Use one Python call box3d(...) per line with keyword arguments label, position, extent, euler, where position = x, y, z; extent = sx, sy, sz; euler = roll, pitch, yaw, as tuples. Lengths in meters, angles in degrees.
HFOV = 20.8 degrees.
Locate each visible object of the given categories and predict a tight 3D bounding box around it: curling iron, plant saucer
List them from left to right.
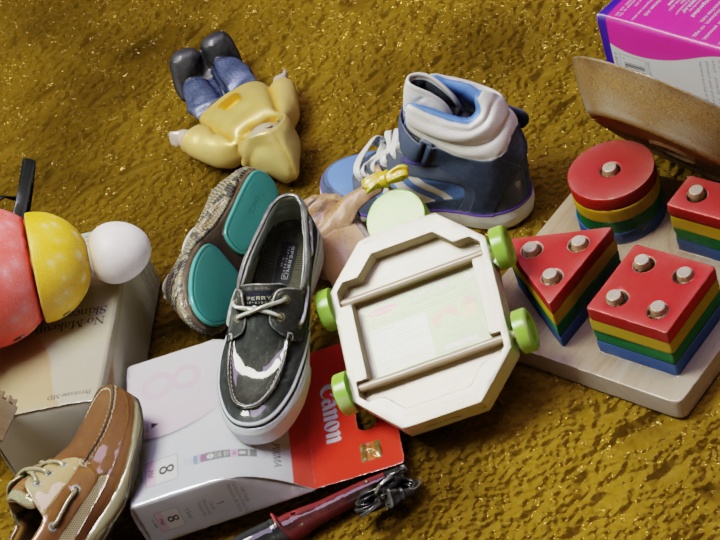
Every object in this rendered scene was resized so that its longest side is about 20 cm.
box3d(label="curling iron", position=(-0.051, 0.183, 1.395), extent=(0.199, 0.026, 0.050), euler=(-22, -1, 0))
box3d(label="plant saucer", position=(0.244, -0.104, 1.483), extent=(0.200, 0.200, 0.036), euler=(26, 92, 41))

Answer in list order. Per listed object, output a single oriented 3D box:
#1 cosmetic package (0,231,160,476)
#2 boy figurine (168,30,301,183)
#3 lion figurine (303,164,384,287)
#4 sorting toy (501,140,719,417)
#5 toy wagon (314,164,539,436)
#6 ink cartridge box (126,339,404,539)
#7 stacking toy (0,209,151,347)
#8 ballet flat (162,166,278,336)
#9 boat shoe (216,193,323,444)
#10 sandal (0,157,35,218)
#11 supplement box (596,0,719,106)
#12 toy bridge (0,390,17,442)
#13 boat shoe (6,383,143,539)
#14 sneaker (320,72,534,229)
box3d(label="cosmetic package", position=(-0.230, 0.063, 1.578), extent=(0.104, 0.071, 0.201), euler=(-12, 42, 13))
box3d(label="boy figurine", position=(-0.111, -0.137, 1.747), extent=(0.124, 0.065, 0.200), euler=(-26, 38, -8))
box3d(label="lion figurine", position=(0.000, 0.000, 1.539), extent=(0.122, 0.072, 0.200), euler=(-38, 44, 6))
box3d(label="sorting toy", position=(0.203, -0.010, 1.465), extent=(0.198, 0.070, 0.200), euler=(18, 55, 38))
box3d(label="toy wagon", position=(0.044, 0.017, 1.451), extent=(0.154, 0.040, 0.201), euler=(-20, 64, 15))
box3d(label="ink cartridge box", position=(-0.077, 0.108, 1.473), extent=(0.199, 0.057, 0.163), euler=(-22, 36, 8))
box3d(label="stacking toy", position=(-0.261, 0.001, 1.528), extent=(0.198, 0.147, 0.147), euler=(-11, 40, -5))
box3d(label="ballet flat", position=(-0.125, -0.007, 1.624), extent=(0.075, 0.068, 0.201), euler=(-24, 30, 33))
box3d(label="boat shoe", position=(-0.072, 0.031, 1.462), extent=(0.071, 0.071, 0.201), euler=(-2, 54, 12))
box3d(label="sandal", position=(-0.308, 0.000, 1.616), extent=(0.048, 0.075, 0.202), euler=(15, 82, -11))
box3d(label="supplement box", position=(0.304, -0.171, 1.568), extent=(0.199, 0.102, 0.103), euler=(25, 58, 40))
box3d(label="toy bridge", position=(-0.324, 0.120, 1.521), extent=(0.199, 0.027, 0.068), euler=(-24, 38, 48))
box3d(label="boat shoe", position=(-0.217, 0.171, 1.414), extent=(0.076, 0.074, 0.201), euler=(-26, 40, 54))
box3d(label="sneaker", position=(0.041, -0.108, 1.583), extent=(0.199, 0.147, 0.081), euler=(6, 48, 29))
